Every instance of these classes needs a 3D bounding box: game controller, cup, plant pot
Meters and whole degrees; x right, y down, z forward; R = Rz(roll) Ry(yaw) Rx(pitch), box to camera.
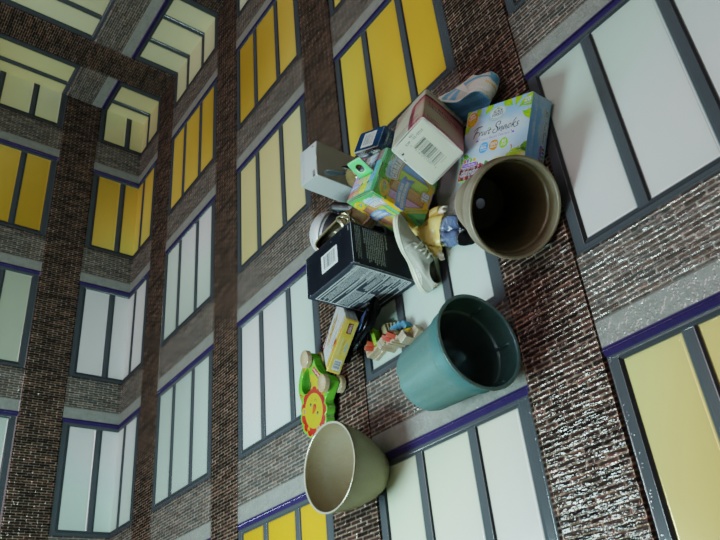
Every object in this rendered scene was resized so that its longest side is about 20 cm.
[{"bbox_3d":[-0.003,0.151,1.803,0.105,0.042,0.200,-60,0,-43],"label":"game controller"},{"bbox_3d":[-0.017,0.455,1.655,0.200,0.142,0.202,-29,52,46],"label":"cup"},{"bbox_3d":[0.278,-0.132,1.474,0.173,0.199,0.202,-153,82,-74],"label":"plant pot"},{"bbox_3d":[0.183,0.181,1.461,0.196,0.199,0.202,-45,42,48],"label":"plant pot"}]

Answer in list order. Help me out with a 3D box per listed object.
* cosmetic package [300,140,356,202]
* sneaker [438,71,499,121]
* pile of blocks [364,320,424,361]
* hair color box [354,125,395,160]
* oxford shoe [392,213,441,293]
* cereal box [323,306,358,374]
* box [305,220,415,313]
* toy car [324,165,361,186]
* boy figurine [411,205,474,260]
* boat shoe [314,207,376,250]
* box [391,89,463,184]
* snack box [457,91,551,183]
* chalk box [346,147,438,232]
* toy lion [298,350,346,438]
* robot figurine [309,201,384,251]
[{"bbox_3d":[-0.064,-0.261,1.989,0.081,0.199,0.114,-32,51,44],"label":"cosmetic package"},{"bbox_3d":[0.253,-0.411,1.722,0.199,0.076,0.081,-2,53,58],"label":"sneaker"},{"bbox_3d":[0.067,0.154,1.740,0.199,0.062,0.083,-28,54,47],"label":"pile of blocks"},{"bbox_3d":[0.093,-0.266,1.758,0.100,0.199,0.061,-4,61,55],"label":"hair color box"},{"bbox_3d":[0.131,-0.042,1.660,0.057,0.201,0.075,-18,15,30],"label":"oxford shoe"},{"bbox_3d":[-0.053,0.165,1.853,0.200,0.039,0.145,-122,51,-77],"label":"cereal box"},{"bbox_3d":[0.000,0.000,1.781,0.200,0.197,0.124,-37,46,41],"label":"box"},{"bbox_3d":[0.012,-0.223,1.861,0.164,0.199,0.159,-5,72,55],"label":"toy car"},{"bbox_3d":[0.180,-0.086,1.680,0.199,0.064,0.126,0,91,58],"label":"boy figurine"},{"bbox_3d":[-0.030,-0.112,1.801,0.200,0.065,0.072,-39,68,13],"label":"boat shoe"},{"bbox_3d":[0.158,-0.310,1.666,0.109,0.128,0.201,-44,17,28],"label":"box"},{"bbox_3d":[0.310,-0.277,1.573,0.199,0.067,0.170,-4,73,54],"label":"snack box"},{"bbox_3d":[0.058,-0.195,1.693,0.124,0.199,0.125,-16,49,61],"label":"chalk box"},{"bbox_3d":[-0.118,0.340,1.936,0.200,0.068,0.193,43,119,54],"label":"toy lion"},{"bbox_3d":[-0.037,-0.089,1.906,0.198,0.125,0.151,10,75,26],"label":"robot figurine"}]
